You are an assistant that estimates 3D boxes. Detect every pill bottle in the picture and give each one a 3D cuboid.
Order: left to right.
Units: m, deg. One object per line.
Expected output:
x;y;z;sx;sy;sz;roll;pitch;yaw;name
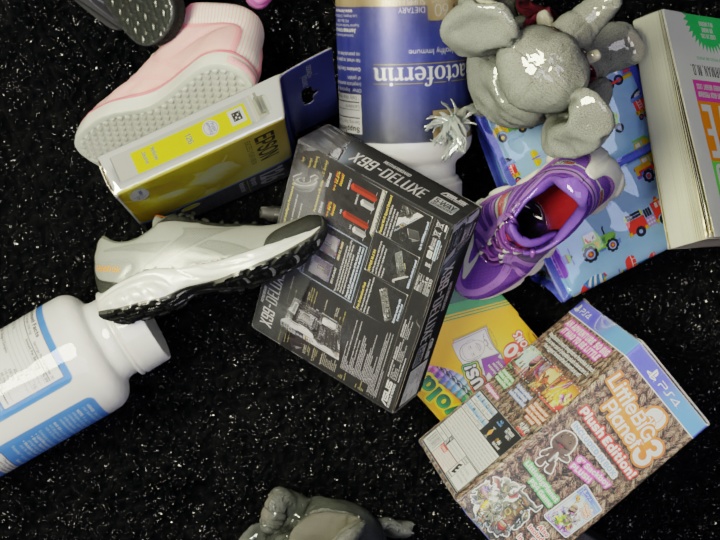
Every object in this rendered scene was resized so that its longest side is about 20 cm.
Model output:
-0.269;0.091;1.311;0.200;0.112;0.112;-29;104;-2;pill bottle
0.038;-0.152;1.307;0.115;0.116;0.200;-4;102;-8;pill bottle

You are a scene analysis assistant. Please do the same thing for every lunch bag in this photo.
0.194;-0.099;1.345;0.150;0.094;0.200;-27;107;-5;lunch bag

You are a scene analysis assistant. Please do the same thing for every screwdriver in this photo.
-0.170;-0.193;1.322;0.200;0.029;0.028;35;94;-22;screwdriver

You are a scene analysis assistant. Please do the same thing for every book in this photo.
0.306;-0.122;1.329;0.133;0.048;0.200;-3;80;-45;book

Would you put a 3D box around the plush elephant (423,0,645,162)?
0.145;-0.171;1.202;0.165;0.155;0.200;44;76;-13;plush elephant

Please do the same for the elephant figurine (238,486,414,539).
-0.036;0.280;1.335;0.141;0.200;0.155;35;94;-13;elephant figurine

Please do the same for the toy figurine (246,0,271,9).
-0.072;-0.292;1.264;0.184;0.150;0.200;-40;105;12;toy figurine

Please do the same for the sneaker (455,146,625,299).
0.129;-0.036;1.263;0.081;0.083;0.200;47;135;3;sneaker

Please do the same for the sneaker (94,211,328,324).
-0.125;-0.018;1.244;0.200;0.074;0.079;-14;77;-1;sneaker

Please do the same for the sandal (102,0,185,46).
-0.207;-0.275;1.271;0.075;0.048;0.201;-34;83;31;sandal

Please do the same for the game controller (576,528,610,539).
0.213;0.303;1.466;0.200;0.042;0.104;34;109;-12;game controller

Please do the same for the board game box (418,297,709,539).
0.168;0.139;1.299;0.200;0.159;0.097;-41;105;1;board game box

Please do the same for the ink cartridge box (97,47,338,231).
-0.104;-0.099;1.255;0.200;0.198;0.047;-23;81;-2;ink cartridge box

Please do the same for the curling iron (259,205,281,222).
0.009;-0.046;1.364;0.200;0.050;0.026;6;57;-5;curling iron

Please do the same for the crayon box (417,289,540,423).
0.112;0.093;1.394;0.119;0.058;0.200;-42;104;1;crayon box

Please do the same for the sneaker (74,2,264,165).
-0.156;-0.159;1.293;0.200;0.105;0.075;-24;131;35;sneaker

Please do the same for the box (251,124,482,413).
0.000;0.000;1.289;0.158;0.050;0.200;30;125;21;box
